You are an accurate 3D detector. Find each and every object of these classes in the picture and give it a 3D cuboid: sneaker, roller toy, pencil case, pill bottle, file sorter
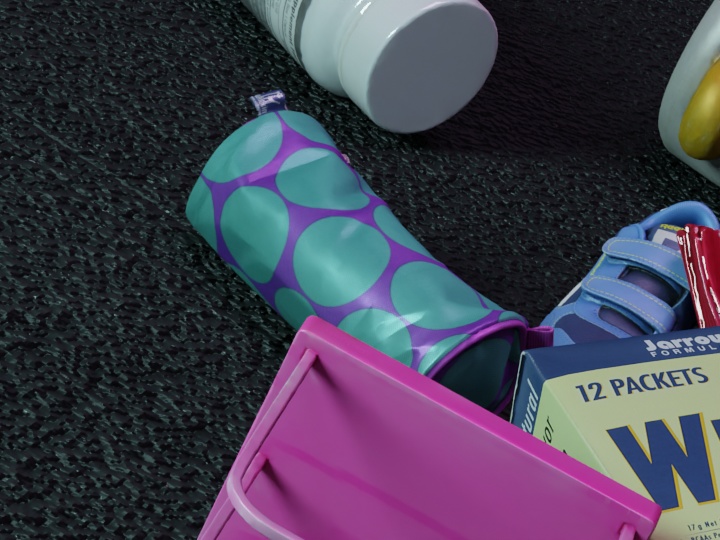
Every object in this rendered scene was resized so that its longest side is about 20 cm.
[{"bbox_3d":[0.149,0.018,1.485,0.074,0.082,0.200,31,26,6],"label":"sneaker"},{"bbox_3d":[0.287,-0.130,1.797,0.140,0.200,0.183,34,-10,16],"label":"roller toy"},{"bbox_3d":[0.000,0.000,1.365,0.092,0.085,0.200,-26,52,-25],"label":"pencil case"},{"bbox_3d":[-0.008,-0.177,1.673,0.113,0.114,0.200,3,33,-41],"label":"pill bottle"},{"bbox_3d":[-0.012,0.150,0.923,0.139,0.200,0.125,28,27,4],"label":"file sorter"}]

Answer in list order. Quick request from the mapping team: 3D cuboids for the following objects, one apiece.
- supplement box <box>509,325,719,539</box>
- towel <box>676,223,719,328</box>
[{"bbox_3d":[0.144,0.158,1.028,0.134,0.201,0.200,-6,35,-21],"label":"supplement box"},{"bbox_3d":[0.252,0.049,1.499,0.200,0.022,0.145,7,65,-46],"label":"towel"}]
